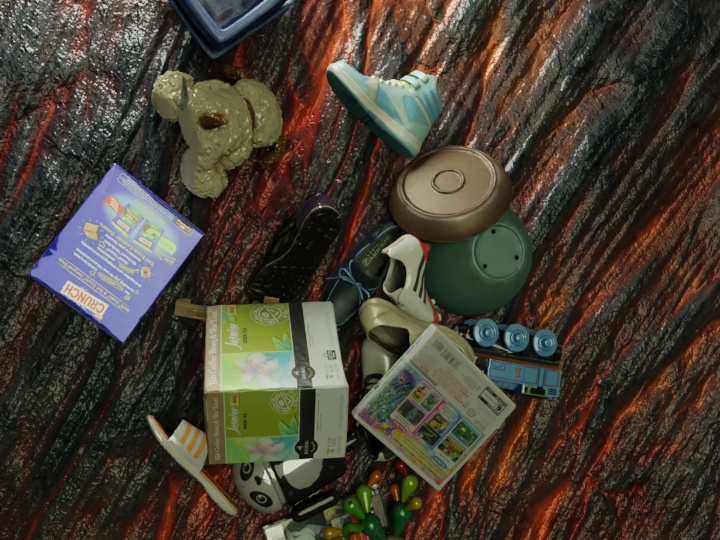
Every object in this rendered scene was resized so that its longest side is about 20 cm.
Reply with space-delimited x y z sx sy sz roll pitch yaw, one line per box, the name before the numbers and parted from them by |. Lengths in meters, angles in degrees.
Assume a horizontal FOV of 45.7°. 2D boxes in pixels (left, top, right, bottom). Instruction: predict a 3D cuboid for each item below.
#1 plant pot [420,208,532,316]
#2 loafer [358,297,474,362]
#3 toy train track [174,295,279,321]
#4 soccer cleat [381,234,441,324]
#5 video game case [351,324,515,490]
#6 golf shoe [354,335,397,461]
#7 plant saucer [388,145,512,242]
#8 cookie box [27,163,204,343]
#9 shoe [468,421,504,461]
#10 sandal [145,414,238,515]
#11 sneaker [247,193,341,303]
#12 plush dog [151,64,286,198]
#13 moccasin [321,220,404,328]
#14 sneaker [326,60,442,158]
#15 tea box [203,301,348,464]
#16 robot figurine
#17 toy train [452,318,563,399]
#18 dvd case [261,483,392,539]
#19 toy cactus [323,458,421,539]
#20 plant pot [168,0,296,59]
plant pot | 0.197 -0.027 1.372 0.197 0.135 0.203 0 88 -15
loafer | 0.083 0.116 1.318 0.198 0.069 0.076 24 126 -6
toy train track | -0.185 0.068 1.315 0.197 0.033 0.116 11 127 -8
soccer cleat | 0.075 0.041 1.350 0.084 0.068 0.203 -22 118 -32
video game case | 0.114 0.212 1.302 0.182 0.024 0.200 -47 111 0
golf shoe | 0.030 0.200 1.336 0.077 0.094 0.203 -12 89 30
plant saucer | 0.139 -0.131 1.345 0.199 0.201 0.035 -30 140 -13
cookie box | -0.358 -0.024 1.261 0.171 0.075 0.201 38 80 -11
shoe | 0.128 0.220 1.380 0.199 0.071 0.092 35 100 3
sandal | -0.241 0.279 1.287 0.059 0.079 0.207 -43 107 -13
sneaker | -0.105 -0.031 1.335 0.075 0.088 0.200 34 104 -29
plush dog | -0.193 -0.230 1.286 0.171 0.160 0.202 -27 97 -40
moccasin | 0.000 0.000 1.354 0.080 0.068 0.202 32 81 -11
sneaker | 0.047 -0.292 1.371 0.200 0.079 0.131 41 81 -19
tea box | -0.125 0.156 1.226 0.194 0.201 0.135 -3 123 -8
robot figurine | -0.098 0.280 1.292 0.198 0.150 0.126 -26 132 -14
toy train | 0.239 0.145 1.400 0.197 0.087 0.116 10 83 -14
dvd case | -0.045 0.441 1.357 0.197 0.022 0.148 -17 93 -15
toy cactus | 0.035 0.410 1.329 0.200 0.102 0.166 -45 109 -21
plant pot | -0.197 -0.446 1.259 0.199 0.180 0.201 -39 97 -12
